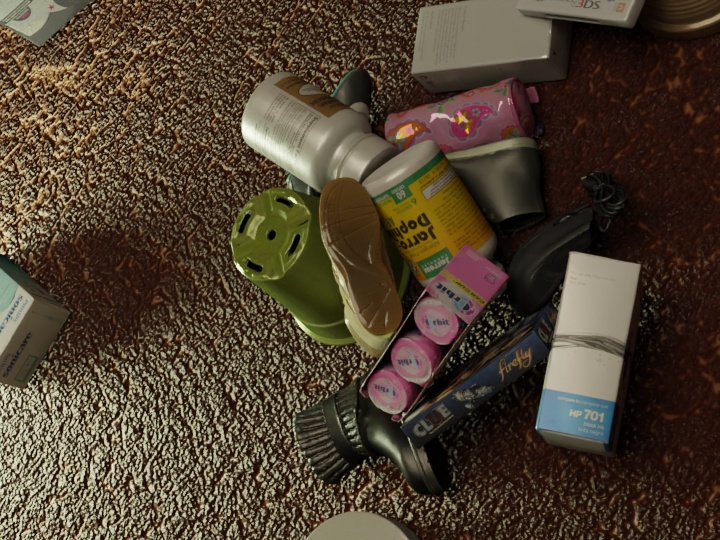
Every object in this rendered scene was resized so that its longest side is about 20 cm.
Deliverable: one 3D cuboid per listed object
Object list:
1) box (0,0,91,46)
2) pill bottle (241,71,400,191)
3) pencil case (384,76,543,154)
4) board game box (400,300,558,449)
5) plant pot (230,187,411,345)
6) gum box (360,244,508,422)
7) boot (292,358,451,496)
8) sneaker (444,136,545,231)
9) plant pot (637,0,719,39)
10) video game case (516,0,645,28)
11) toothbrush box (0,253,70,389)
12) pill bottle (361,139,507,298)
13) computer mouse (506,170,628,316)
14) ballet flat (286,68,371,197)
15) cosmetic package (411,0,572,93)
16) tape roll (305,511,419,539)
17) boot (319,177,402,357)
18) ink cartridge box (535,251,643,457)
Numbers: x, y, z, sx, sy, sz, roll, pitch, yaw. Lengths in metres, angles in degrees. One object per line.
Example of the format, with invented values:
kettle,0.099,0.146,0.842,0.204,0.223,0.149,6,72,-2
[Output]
box,-0.523,-0.493,2.223,0.200,0.132,0.115,-36,57,19
pill bottle,-0.049,-0.167,1.740,0.200,0.114,0.115,34,94,28
pencil case,0.130,-0.187,1.725,0.199,0.087,0.088,-15,67,28
board game box,0.146,0.121,1.575,0.200,0.135,0.035,-38,91,21
plant pot,-0.064,-0.021,1.730,0.199,0.190,0.201,-11,69,29
gum box,0.082,0.078,1.570,0.066,0.114,0.200,37,131,7
boot,0.013,0.225,1.663,0.158,0.079,0.212,-36,47,11
sneaker,0.136,-0.091,1.692,0.199,0.075,0.107,-17,66,27
plant pot,0.393,-0.388,1.610,0.200,0.093,0.202,-11,68,29
video game case,0.294,-0.394,1.614,0.181,0.023,0.201,20,85,48
toothbrush box,-0.570,0.069,2.098,0.200,0.085,0.147,33,93,37
pill bottle,0.096,-0.048,1.632,0.112,0.113,0.200,-29,101,22
computer mouse,0.231,-0.036,1.589,0.200,0.053,0.139,-54,11,13
ballet flat,-0.028,-0.177,1.833,0.073,0.073,0.201,39,104,36
cosmetic package,0.171,-0.296,1.739,0.199,0.074,0.102,0,74,31
tape roll,-0.001,0.398,1.644,0.202,0.037,0.204,-12,68,31
boot,0.000,0.000,1.628,0.072,0.156,0.201,-19,75,-5
ink cartridge box,0.259,0.097,1.496,0.085,0.146,0.201,11,80,16
